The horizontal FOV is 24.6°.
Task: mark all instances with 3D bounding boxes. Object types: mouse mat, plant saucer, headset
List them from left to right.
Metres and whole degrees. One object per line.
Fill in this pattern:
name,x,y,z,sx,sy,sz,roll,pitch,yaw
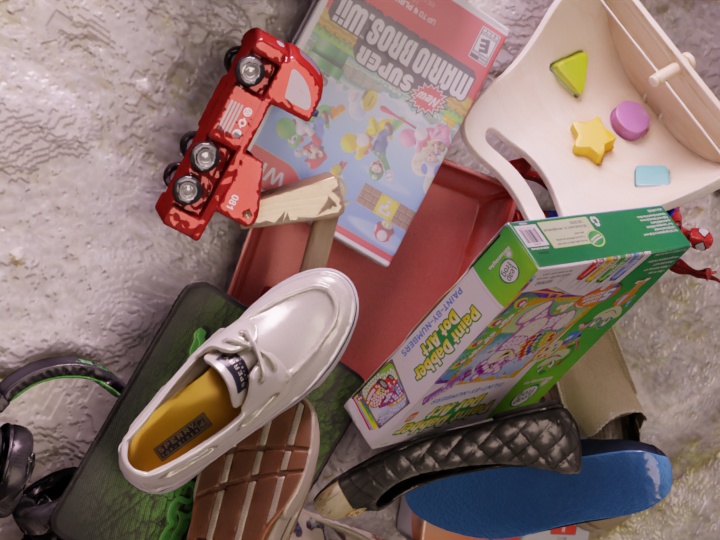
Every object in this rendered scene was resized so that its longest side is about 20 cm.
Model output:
headset,-0.224,0.155,1.125,0.123,0.094,0.200,39,85,-25
mouse mat,-0.102,0.127,1.141,0.160,0.008,0.201,31,86,-24
plant saucer,0.000,0.000,1.239,0.199,0.037,0.201,19,89,-23

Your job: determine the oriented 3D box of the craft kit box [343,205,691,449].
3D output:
craft kit box,0.113,0.038,1.171,0.199,0.198,0.049,-8,59,-49

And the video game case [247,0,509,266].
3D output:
video game case,0.007,-0.124,1.200,0.142,0.017,0.201,29,85,-22

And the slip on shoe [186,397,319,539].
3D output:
slip on shoe,-0.079,0.180,1.127,0.075,0.061,0.201,13,77,10

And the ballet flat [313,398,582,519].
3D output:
ballet flat,0.062,0.145,1.182,0.199,0.066,0.057,-18,79,5

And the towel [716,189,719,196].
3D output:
towel,0.321,-0.151,1.301,0.034,0.193,0.202,9,96,-2

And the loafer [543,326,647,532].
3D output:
loafer,0.189,0.105,1.303,0.075,0.068,0.202,-11,88,-29

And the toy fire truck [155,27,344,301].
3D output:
toy fire truck,-0.063,-0.050,1.145,0.140,0.049,0.201,26,97,-21

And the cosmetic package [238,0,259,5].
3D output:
cosmetic package,-0.016,-0.280,1.157,0.199,0.052,0.152,-15,73,-23

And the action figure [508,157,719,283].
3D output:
action figure,0.217,-0.039,1.316,0.199,0.099,0.066,11,93,-29

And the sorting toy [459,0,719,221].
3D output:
sorting toy,0.176,-0.106,1.254,0.179,0.107,0.201,-30,74,-19

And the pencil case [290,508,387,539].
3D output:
pencil case,-0.036,0.214,1.228,0.199,0.078,0.090,25,115,-23

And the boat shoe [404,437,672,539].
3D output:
boat shoe,0.134,0.164,1.244,0.198,0.069,0.085,1,97,10

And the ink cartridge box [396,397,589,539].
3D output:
ink cartridge box,0.122,0.122,1.316,0.161,0.050,0.202,7,97,-27

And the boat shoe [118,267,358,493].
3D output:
boat shoe,-0.080,0.069,1.088,0.200,0.070,0.071,-39,82,-8
